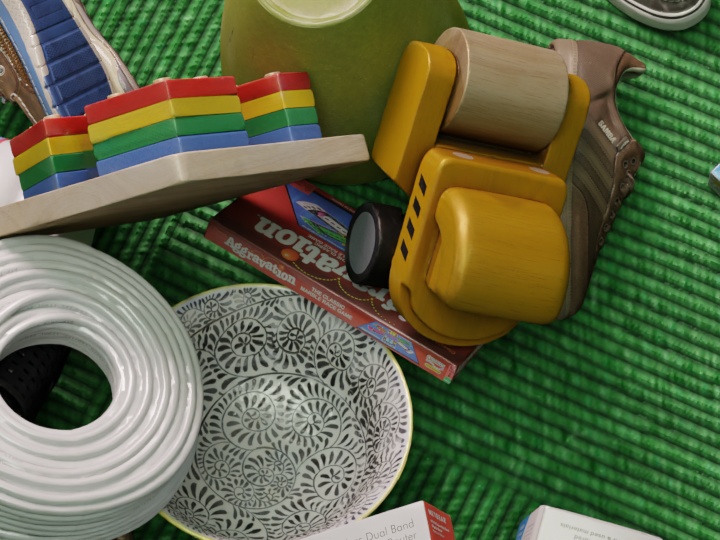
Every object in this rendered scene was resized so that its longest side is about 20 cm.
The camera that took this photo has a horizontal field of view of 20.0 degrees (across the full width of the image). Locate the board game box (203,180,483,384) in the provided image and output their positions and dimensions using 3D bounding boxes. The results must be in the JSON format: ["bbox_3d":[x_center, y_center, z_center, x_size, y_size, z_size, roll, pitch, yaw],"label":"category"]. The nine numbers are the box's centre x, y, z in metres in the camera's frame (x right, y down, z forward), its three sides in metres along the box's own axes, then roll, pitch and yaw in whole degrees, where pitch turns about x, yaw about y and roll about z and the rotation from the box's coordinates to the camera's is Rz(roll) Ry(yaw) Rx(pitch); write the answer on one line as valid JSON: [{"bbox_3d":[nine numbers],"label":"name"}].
[{"bbox_3d":[0.000,0.000,1.418,0.200,0.103,0.019,31,126,12],"label":"board game box"}]

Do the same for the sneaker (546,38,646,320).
[{"bbox_3d":[0.164,-0.064,1.426,0.075,0.070,0.200,4,84,-9],"label":"sneaker"}]

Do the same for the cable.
[{"bbox_3d":[-0.193,0.074,1.278,0.200,0.069,0.200,9,58,-17],"label":"cable"}]

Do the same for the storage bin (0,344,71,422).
[{"bbox_3d":[-0.304,0.039,1.385,0.200,0.135,0.094,30,54,-2],"label":"storage bin"}]

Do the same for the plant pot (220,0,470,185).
[{"bbox_3d":[-0.019,-0.175,1.402,0.187,0.200,0.187,-1,77,6],"label":"plant pot"}]

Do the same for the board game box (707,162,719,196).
[{"bbox_3d":[0.362,-0.086,1.428,0.200,0.034,0.134,-42,76,-5],"label":"board game box"}]

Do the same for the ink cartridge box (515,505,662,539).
[{"bbox_3d":[0.121,0.262,1.312,0.086,0.146,0.200,14,79,2],"label":"ink cartridge box"}]

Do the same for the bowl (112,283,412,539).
[{"bbox_3d":[-0.069,0.117,1.381,0.200,0.094,0.201,4,58,-6],"label":"bowl"}]

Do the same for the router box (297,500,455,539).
[{"bbox_3d":[-0.024,0.258,1.259,0.200,0.049,0.180,-20,65,17],"label":"router box"}]

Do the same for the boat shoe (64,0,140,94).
[{"bbox_3d":[-0.231,-0.172,1.489,0.073,0.075,0.200,-34,75,-3],"label":"boat shoe"}]

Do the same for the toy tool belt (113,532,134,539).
[{"bbox_3d":[-0.153,0.249,1.356,0.125,0.123,0.200,-24,75,0],"label":"toy tool belt"}]

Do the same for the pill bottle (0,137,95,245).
[{"bbox_3d":[-0.294,-0.050,1.448,0.200,0.109,0.109,16,79,9],"label":"pill bottle"}]

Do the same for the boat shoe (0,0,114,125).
[{"bbox_3d":[-0.237,-0.155,1.431,0.072,0.072,0.200,-22,94,31],"label":"boat shoe"}]

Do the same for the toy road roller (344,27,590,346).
[{"bbox_3d":[0.084,-0.047,1.338,0.123,0.146,0.200,9,106,-24],"label":"toy road roller"}]

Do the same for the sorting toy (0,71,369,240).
[{"bbox_3d":[-0.134,-0.077,1.327,0.199,0.200,0.070,-13,89,35],"label":"sorting toy"}]

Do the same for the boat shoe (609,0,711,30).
[{"bbox_3d":[0.179,-0.258,1.471,0.071,0.064,0.200,-39,76,-4],"label":"boat shoe"}]
